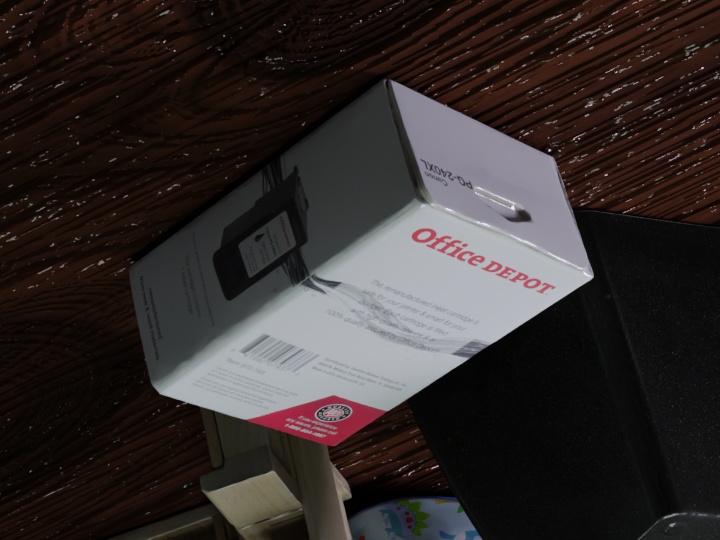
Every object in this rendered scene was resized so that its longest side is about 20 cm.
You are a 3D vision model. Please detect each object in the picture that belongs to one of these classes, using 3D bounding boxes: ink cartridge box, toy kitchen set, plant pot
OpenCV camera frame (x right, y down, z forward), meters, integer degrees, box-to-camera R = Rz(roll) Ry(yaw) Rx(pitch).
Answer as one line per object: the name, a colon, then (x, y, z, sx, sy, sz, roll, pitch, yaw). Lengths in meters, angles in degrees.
ink cartridge box: (0.000, 0.000, 1.562, 0.200, 0.084, 0.145, -35, 144, 29)
toy kitchen set: (-0.095, 0.186, 1.746, 0.180, 0.164, 0.200, -20, 149, 8)
plant pot: (0.173, 0.101, 1.711, 0.199, 0.178, 0.200, 6, 143, -32)

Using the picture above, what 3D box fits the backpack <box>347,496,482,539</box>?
backpack: (0.063, 0.231, 1.905, 0.199, 0.147, 0.183, 10, 140, -30)
